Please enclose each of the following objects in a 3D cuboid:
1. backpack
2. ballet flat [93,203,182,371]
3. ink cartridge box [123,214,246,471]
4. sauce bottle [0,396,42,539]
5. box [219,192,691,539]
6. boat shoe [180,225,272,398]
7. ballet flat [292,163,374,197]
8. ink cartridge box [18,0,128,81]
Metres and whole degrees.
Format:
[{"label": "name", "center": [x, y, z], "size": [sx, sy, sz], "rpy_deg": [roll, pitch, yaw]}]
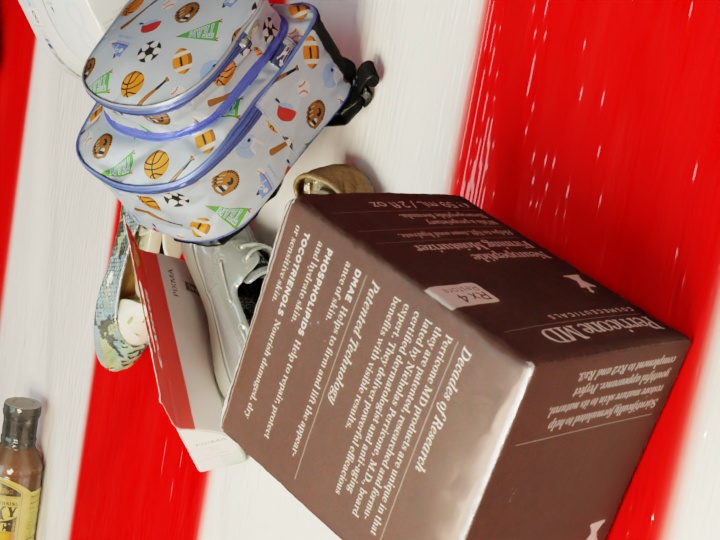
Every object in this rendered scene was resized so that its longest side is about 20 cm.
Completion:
[{"label": "backpack", "center": [-0.119, -0.122, 1.039], "size": [0.199, 0.154, 0.191], "rpy_deg": [13, 70, 43]}, {"label": "ballet flat", "center": [-0.199, 0.006, 1.265], "size": [0.074, 0.074, 0.202], "rpy_deg": [28, 112, 50]}, {"label": "ink cartridge box", "center": [-0.141, 0.060, 1.116], "size": [0.200, 0.050, 0.162], "rpy_deg": [90, 165, -66]}, {"label": "sauce bottle", "center": [-0.381, 0.239, 1.495], "size": [0.065, 0.064, 0.202], "rpy_deg": [21, 106, 51]}, {"label": "box", "center": [0.052, 0.069, 0.826], "size": [0.200, 0.165, 0.165], "rpy_deg": [35, 115, 36]}, {"label": "boat shoe", "center": [-0.092, 0.012, 1.130], "size": [0.071, 0.070, 0.202], "rpy_deg": [-26, 72, 38]}, {"label": "ballet flat", "center": [0.000, 0.000, 0.995], "size": [0.068, 0.072, 0.201], "rpy_deg": [-50, 52, 37]}, {"label": "ink cartridge box", "center": [-0.215, -0.166, 1.186], "size": [0.160, 0.047, 0.201], "rpy_deg": [18, 135, 54]}]
